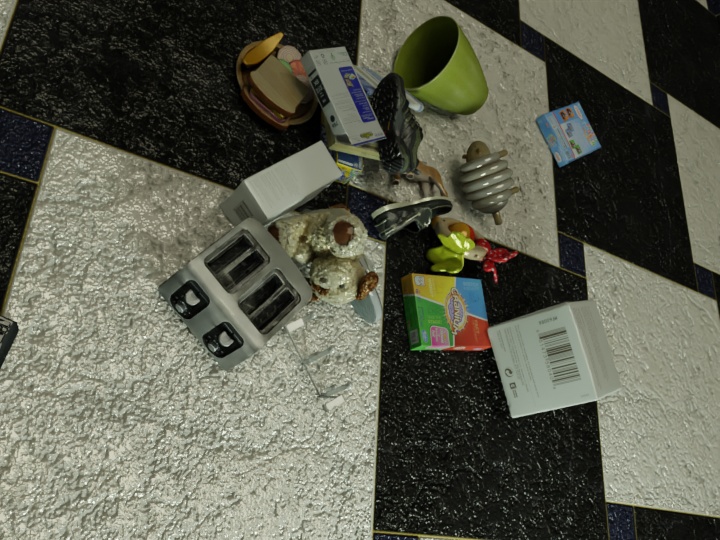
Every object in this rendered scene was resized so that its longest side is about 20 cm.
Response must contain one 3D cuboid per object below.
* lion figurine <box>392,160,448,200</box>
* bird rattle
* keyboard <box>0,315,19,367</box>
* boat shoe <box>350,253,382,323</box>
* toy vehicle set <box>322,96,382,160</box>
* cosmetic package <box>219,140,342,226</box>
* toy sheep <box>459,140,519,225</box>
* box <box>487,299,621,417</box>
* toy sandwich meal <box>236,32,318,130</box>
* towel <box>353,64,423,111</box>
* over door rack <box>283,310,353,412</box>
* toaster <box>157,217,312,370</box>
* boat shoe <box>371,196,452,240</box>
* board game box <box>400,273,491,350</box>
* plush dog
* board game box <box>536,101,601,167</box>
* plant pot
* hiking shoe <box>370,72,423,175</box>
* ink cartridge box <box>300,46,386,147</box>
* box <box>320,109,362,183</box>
[{"bbox_3d":[0.126,-0.222,1.430,0.200,0.072,0.123,38,40,-35],"label":"lion figurine"},{"bbox_3d":[0.237,-0.063,1.409,0.198,0.113,0.164,0,42,-28],"label":"bird rattle"},{"bbox_3d":[-0.532,0.137,0.833,0.103,0.040,0.202,27,58,-26],"label":"keyboard"},{"bbox_3d":[0.000,0.000,1.242,0.066,0.073,0.202,-25,88,-38],"label":"boat shoe"},{"bbox_3d":[0.014,-0.290,1.304,0.198,0.026,0.126,5,70,-38],"label":"toy vehicle set"},{"bbox_3d":[-0.141,-0.148,1.175,0.200,0.113,0.082,-39,97,-40],"label":"cosmetic package"},{"bbox_3d":[0.298,-0.205,1.502,0.137,0.137,0.202,-24,93,-39],"label":"toy sheep"},{"bbox_3d":[0.410,0.184,1.366,0.170,0.199,0.201,-1,73,-51],"label":"box"},{"bbox_3d":[-0.157,-0.378,1.275,0.203,0.070,0.208,13,66,-31],"label":"toy sandwich meal"},{"bbox_3d":[0.035,-0.396,1.385,0.199,0.024,0.147,-3,42,-50],"label":"towel"},{"bbox_3d":[-0.068,0.145,1.065,0.066,0.200,0.149,-28,89,-8],"label":"over door rack"},{"bbox_3d":[-0.195,0.034,1.062,0.181,0.118,0.200,53,51,-8],"label":"toaster"},{"bbox_3d":[0.116,-0.111,1.368,0.198,0.072,0.068,-15,75,-30],"label":"boat shoe"},{"bbox_3d":[0.182,0.090,1.360,0.198,0.040,0.155,4,70,-34],"label":"board game box"},{"bbox_3d":[-0.053,-0.021,1.159,0.160,0.198,0.174,-37,120,-62],"label":"plush dog"},{"bbox_3d":[0.597,-0.392,1.842,0.199,0.036,0.152,-25,89,-38],"label":"board game box"},{"bbox_3d":[0.210,-0.455,1.517,0.199,0.186,0.189,28,57,-42],"label":"plant pot"},{"bbox_3d":[0.079,-0.290,1.295,0.100,0.075,0.203,-3,89,-51],"label":"hiking shoe"},{"bbox_3d":[-0.032,-0.328,1.237,0.099,0.039,0.202,-22,86,-42],"label":"ink cartridge box"},{"bbox_3d":[-0.040,-0.287,1.324,0.064,0.070,0.202,12,66,-32],"label":"box"}]
